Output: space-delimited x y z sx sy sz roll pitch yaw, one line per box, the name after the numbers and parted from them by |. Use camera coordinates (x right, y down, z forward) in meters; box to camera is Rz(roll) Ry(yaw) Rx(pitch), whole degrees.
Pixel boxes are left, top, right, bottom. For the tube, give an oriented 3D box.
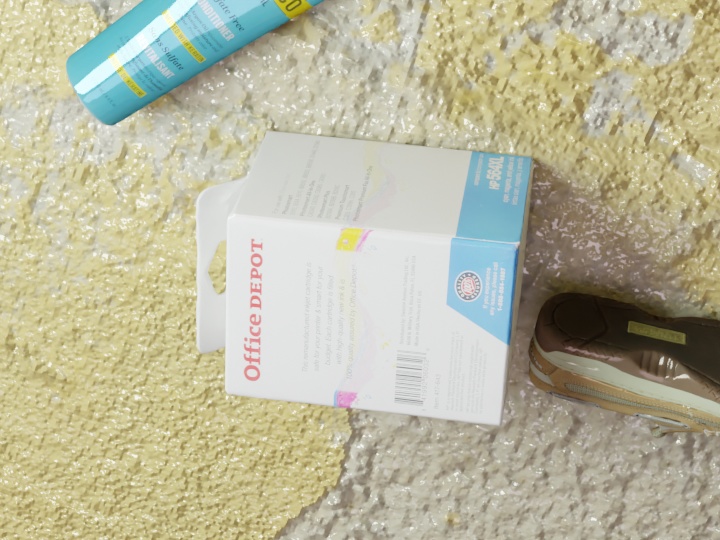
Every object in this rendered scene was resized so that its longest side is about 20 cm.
-0.088 -0.161 1.265 0.199 0.051 0.078 -32 117 18 | tube

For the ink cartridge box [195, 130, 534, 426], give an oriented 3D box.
0.000 0.000 1.287 0.198 0.125 0.129 7 119 6 | ink cartridge box

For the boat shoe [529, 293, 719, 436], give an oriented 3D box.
0.205 0.074 1.327 0.199 0.072 0.076 18 134 8 | boat shoe
